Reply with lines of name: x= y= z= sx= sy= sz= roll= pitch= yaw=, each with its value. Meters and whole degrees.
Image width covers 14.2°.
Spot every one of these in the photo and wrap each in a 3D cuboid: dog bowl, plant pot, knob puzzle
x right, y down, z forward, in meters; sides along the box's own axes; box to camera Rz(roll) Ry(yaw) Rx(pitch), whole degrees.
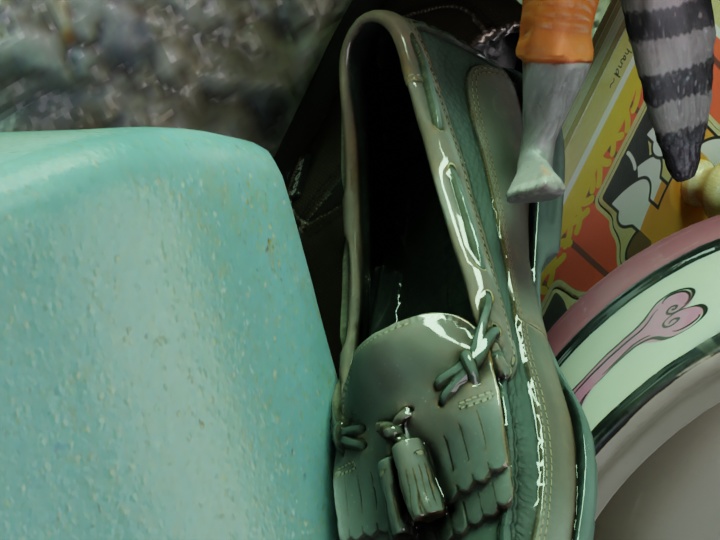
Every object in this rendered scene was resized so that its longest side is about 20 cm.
dog bowl: x=0.123 y=0.066 z=0.809 sx=0.199 sy=0.074 sz=0.201 roll=-8 pitch=126 yaw=-11
plant pot: x=-0.110 y=0.053 z=0.739 sx=0.200 sy=0.195 sz=0.197 roll=-31 pitch=112 yaw=-41
knob puzzle: x=0.105 y=0.025 z=0.899 sx=0.219 sy=0.030 sz=0.221 roll=-22 pitch=120 yaw=-43

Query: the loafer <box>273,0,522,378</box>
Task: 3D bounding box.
loafer: x=0.000 y=0.000 z=0.852 sx=0.073 sy=0.071 sz=0.201 roll=22 pitch=87 yaw=-29

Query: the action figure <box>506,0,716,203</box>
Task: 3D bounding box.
action figure: x=0.044 y=-0.116 z=0.762 sx=0.199 sy=0.105 sz=0.195 roll=-15 pitch=86 yaw=4

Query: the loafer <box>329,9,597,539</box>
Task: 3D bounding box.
loafer: x=0.015 y=0.019 z=0.746 sx=0.063 sy=0.072 sz=0.201 roll=36 pitch=39 yaw=-36
